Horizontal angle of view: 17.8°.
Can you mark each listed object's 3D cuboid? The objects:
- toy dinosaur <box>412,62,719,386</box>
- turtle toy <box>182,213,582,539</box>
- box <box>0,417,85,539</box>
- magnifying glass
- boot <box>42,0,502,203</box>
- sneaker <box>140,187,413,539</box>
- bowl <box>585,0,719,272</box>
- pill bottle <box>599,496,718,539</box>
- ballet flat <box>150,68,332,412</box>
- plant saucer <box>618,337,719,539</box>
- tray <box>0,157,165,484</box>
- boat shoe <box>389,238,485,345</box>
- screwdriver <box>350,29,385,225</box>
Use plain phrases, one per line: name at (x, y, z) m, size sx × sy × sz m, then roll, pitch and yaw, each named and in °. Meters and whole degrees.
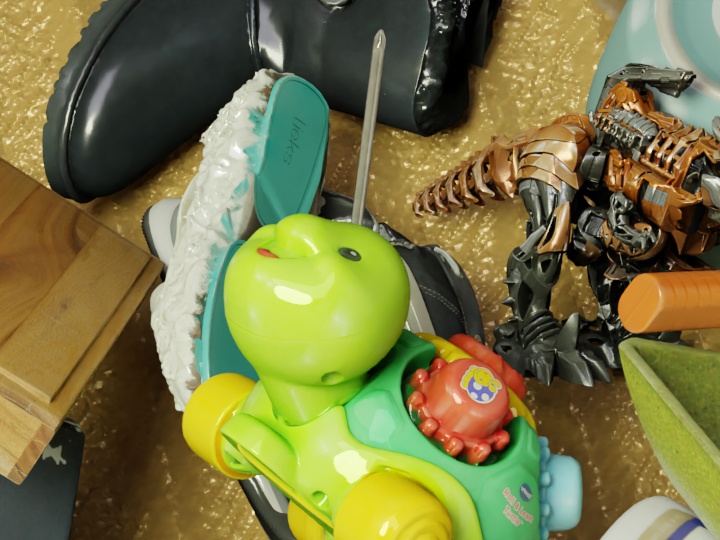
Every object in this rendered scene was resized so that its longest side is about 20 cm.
toy dinosaur at (0.107, -0.023, 1.004) m, size 0.102 × 0.200 × 0.136 m, roll -1°, pitch 95°, yaw -23°
turtle toy at (0.009, 0.060, 0.873) m, size 0.101 × 0.200 × 0.146 m, roll -51°, pitch 41°, yaw -9°
box at (-0.223, 0.161, 0.935) m, size 0.197 × 0.124 × 0.200 m, roll -25°, pitch 50°, yaw 45°
magnifying glass at (0.181, 0.011, 0.951) m, size 0.022 × 0.200 × 0.080 m, roll 56°, pitch 129°, yaw 33°
boot at (-0.038, -0.098, 1.105) m, size 0.168 × 0.076 × 0.200 m, roll 19°, pitch 61°, yaw 25°
sneaker at (-0.019, 0.030, 1.040) m, size 0.115 × 0.075 × 0.200 m, roll -22°, pitch 59°, yaw -2°
bowl at (0.196, -0.093, 1.038) m, size 0.201 × 0.105 × 0.201 m, roll -5°, pitch 63°, yaw 9°
pill bottle at (0.174, 0.182, 0.890) m, size 0.200 × 0.120 × 0.120 m, roll 27°, pitch 71°, yaw 24°
ballet flat at (-0.057, -0.002, 1.004) m, size 0.072 × 0.072 × 0.200 m, roll 2°, pitch 48°, yaw 14°
plant saucer at (0.213, 0.103, 0.885) m, size 0.200 × 0.048 × 0.200 m, roll 10°, pitch 21°, yaw -21°
tray at (-0.148, 0.012, 0.947) m, size 0.099 × 0.200 × 0.037 m, roll 33°, pitch 107°, yaw -4°
boat shoe at (0.039, 0.084, 0.991) m, size 0.072 × 0.068 × 0.200 m, roll -20°, pitch 80°, yaw 32°
screwdriver at (0.000, 0.000, 0.956) m, size 0.029 × 0.028 × 0.200 m, roll 11°, pitch 102°, yaw -4°
